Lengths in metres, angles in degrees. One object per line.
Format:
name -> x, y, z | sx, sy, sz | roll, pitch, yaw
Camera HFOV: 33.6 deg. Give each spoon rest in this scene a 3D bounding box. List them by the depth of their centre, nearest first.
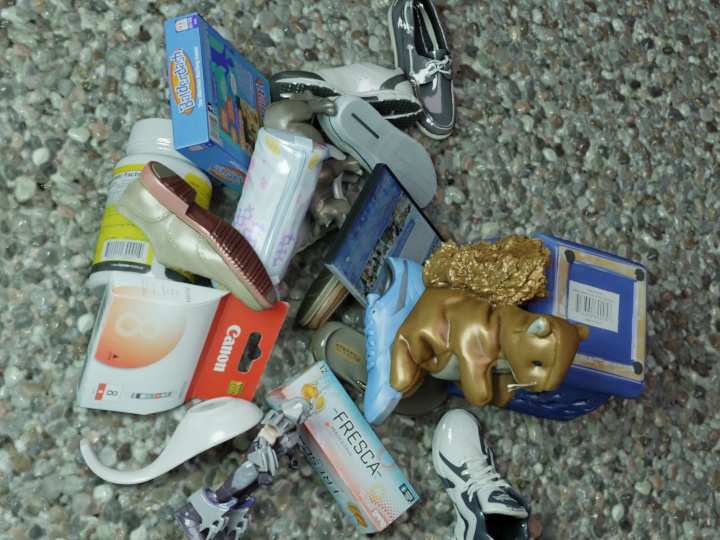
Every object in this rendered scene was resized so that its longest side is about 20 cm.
spoon rest -> -0.202, 0.187, 1.306 | 0.200, 0.099, 0.061 | -15, 98, -11

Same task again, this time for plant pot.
plant pot -> 0.236, 0.065, 1.455 | 0.200, 0.180, 0.200 | 15, 72, -27

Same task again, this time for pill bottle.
pill bottle -> -0.230, -0.061, 1.339 | 0.114, 0.114, 0.200 | 16, 70, -19

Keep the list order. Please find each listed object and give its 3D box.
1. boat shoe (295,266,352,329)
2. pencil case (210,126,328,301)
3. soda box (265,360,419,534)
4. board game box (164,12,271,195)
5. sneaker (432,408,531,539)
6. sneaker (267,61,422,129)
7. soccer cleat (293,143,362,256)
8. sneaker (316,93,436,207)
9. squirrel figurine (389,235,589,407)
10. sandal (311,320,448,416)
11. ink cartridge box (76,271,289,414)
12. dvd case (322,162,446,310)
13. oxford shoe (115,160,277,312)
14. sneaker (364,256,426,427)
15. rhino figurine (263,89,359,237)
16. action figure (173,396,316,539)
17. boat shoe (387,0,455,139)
boat shoe -> 0.000, 0.000, 1.444 | 0.068, 0.072, 0.200 | 41, 70, -15
pencil case -> -0.102, -0.059, 1.323 | 0.083, 0.091, 0.200 | 18, 101, -6
soda box -> -0.022, 0.206, 1.384 | 0.068, 0.064, 0.200 | -35, 92, -27
board game box -> -0.154, -0.180, 1.352 | 0.045, 0.200, 0.152 | -12, 73, 16
sneaker -> 0.151, 0.256, 1.406 | 0.079, 0.130, 0.199 | 2, 75, -23
sneaker -> -0.024, -0.226, 1.506 | 0.200, 0.074, 0.080 | 5, 52, -21
soccer cleat -> -0.060, -0.064, 1.436 | 0.086, 0.070, 0.200 | 31, 66, -12
sneaker -> 0.022, -0.154, 1.488 | 0.073, 0.071, 0.200 | -50, 126, -9
squirrel figurine -> 0.151, 0.051, 1.303 | 0.141, 0.187, 0.200 | 17, 75, -43
sandal -> 0.033, 0.117, 1.423 | 0.200, 0.055, 0.082 | 32, 70, -29
ink cartridge box -> -0.192, 0.092, 1.294 | 0.200, 0.162, 0.050 | 12, 33, -18
dvd case -> 0.040, -0.014, 1.427 | 0.200, 0.018, 0.143 | 48, 62, -44
oxford shoe -> -0.172, -0.023, 1.261 | 0.075, 0.070, 0.200 | -42, 94, 16
sneaker -> 0.027, 0.079, 1.370 | 0.078, 0.066, 0.200 | 24, 69, -14
rhino figurine -> -0.051, -0.115, 1.389 | 0.087, 0.060, 0.200 | -21, 86, -36
action figure -> -0.109, 0.212, 1.290 | 0.069, 0.130, 0.200 | 41, 100, 17
boat shoe -> 0.086, -0.272, 1.559 | 0.073, 0.063, 0.200 | -10, 80, -25
